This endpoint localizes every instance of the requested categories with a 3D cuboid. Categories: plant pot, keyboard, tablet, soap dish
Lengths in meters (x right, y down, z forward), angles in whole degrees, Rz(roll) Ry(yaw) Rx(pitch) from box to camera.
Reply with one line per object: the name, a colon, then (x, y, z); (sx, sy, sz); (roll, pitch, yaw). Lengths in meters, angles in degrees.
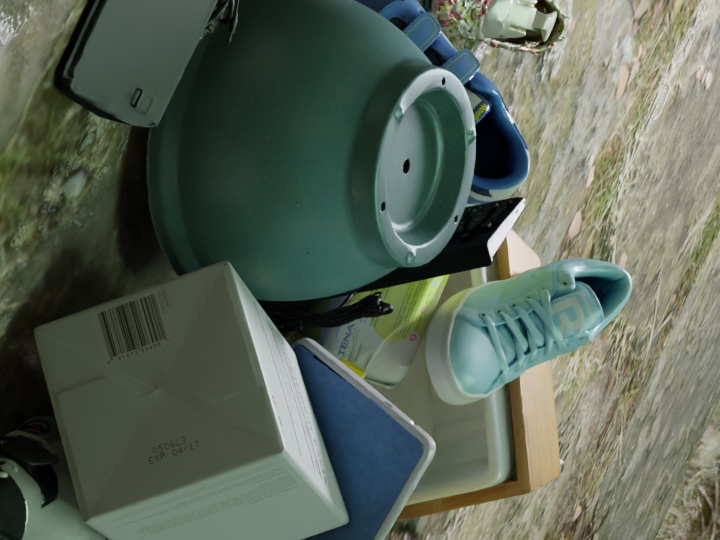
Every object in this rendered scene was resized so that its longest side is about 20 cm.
plant pot: (-0.015, -0.071, 1.346); (0.200, 0.134, 0.201); (-28, 123, -54)
keyboard: (0.000, 0.000, 1.424); (0.021, 0.200, 0.127); (62, 36, -22)
tablet: (-0.042, 0.158, 1.420); (0.014, 0.130, 0.200); (11, 112, -54)
soap dish: (0.073, 0.080, 1.679); (0.081, 0.157, 0.201); (9, 71, -42)
keyboard: (-0.101, -0.173, 1.246); (0.104, 0.040, 0.200); (32, 82, -47)

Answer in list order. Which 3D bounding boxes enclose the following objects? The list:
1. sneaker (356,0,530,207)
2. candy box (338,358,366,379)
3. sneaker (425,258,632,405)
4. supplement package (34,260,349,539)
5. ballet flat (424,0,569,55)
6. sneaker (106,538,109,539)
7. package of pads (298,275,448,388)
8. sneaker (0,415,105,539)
sneaker: (0.043, -0.123, 1.460); (0.074, 0.200, 0.082); (-46, -160, -11)
candy box: (-0.054, 0.125, 1.570); (0.102, 0.026, 0.200); (-63, -172, -19)
sneaker: (0.121, 0.032, 1.566); (0.200, 0.082, 0.074); (-33, 101, -49)
supplement package: (-0.095, 0.094, 1.318); (0.200, 0.121, 0.120); (62, 9, -70)
ballet flat: (0.112, -0.202, 1.721); (0.200, 0.064, 0.076); (-8, 120, -68)
sneaker: (-0.131, 0.219, 1.415); (0.115, 0.075, 0.200); (-39, 112, -62)
package of pads: (0.025, -0.024, 1.595); (0.155, 0.068, 0.200); (-140, -109, -79)
sneaker: (-0.200, 0.120, 1.256); (0.200, 0.074, 0.089); (40, 55, -68)
